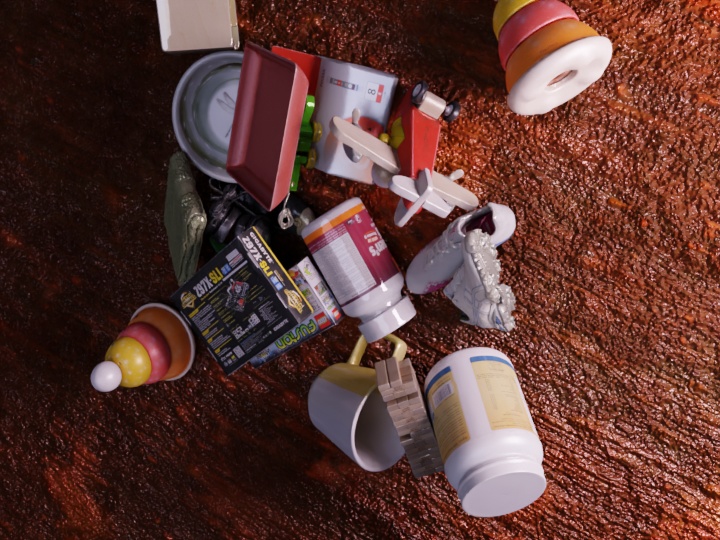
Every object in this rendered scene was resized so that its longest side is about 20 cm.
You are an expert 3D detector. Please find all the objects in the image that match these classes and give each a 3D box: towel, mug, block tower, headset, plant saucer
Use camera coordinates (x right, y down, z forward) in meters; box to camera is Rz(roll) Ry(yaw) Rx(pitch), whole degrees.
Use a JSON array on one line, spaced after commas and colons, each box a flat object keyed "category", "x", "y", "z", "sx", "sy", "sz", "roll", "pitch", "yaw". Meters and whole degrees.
[{"category": "towel", "x": -0.287, "y": -0.079, "z": 1.255, "sx": 0.201, "sy": 0.036, "sz": 0.151, "roll": 113, "pitch": 142, "yaw": -51}, {"category": "mug", "x": 0.005, "y": 0.207, "z": 1.237, "sx": 0.152, "sy": 0.186, "sz": 0.151, "roll": 15, "pitch": 140, "yaw": 47}, {"category": "block tower", "x": 0.077, "y": 0.223, "z": 1.153, "sx": 0.053, "sy": 0.058, "sz": 0.203, "roll": -18, "pitch": 122, "yaw": 7}, {"category": "headset", "x": -0.203, "y": -0.059, "z": 1.232, "sx": 0.121, "sy": 0.095, "sz": 0.202, "roll": 22, "pitch": 144, "yaw": 12}, {"category": "plant saucer", "x": -0.134, "y": -0.211, "z": 1.116, "sx": 0.200, "sy": 0.036, "sz": 0.204, "roll": 39, "pitch": 122, "yaw": 53}, {"category": "plant saucer", "x": -0.196, "y": -0.243, "z": 1.220, "sx": 0.195, "sy": 0.050, "sz": 0.205, "roll": 1, "pitch": 108, "yaw": 4}]

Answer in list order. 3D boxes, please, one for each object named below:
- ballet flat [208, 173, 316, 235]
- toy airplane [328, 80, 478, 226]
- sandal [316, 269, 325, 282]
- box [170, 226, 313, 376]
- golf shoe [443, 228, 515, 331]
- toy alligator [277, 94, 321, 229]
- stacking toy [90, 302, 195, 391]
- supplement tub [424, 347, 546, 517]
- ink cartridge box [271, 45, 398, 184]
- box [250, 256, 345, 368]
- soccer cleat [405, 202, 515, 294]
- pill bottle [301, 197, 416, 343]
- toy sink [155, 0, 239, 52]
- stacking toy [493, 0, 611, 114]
[{"category": "ballet flat", "x": -0.160, "y": -0.105, "z": 1.255, "sx": 0.197, "sy": 0.057, "sz": 0.068, "roll": 25, "pitch": 113, "yaw": 14}, {"category": "toy airplane", "x": 0.064, "y": -0.146, "z": 1.082, "sx": 0.140, "sy": 0.198, "sz": 0.203, "roll": -29, "pitch": 90, "yaw": 50}, {"category": "sandal", "x": -0.156, "y": 0.040, "z": 1.292, "sx": 0.203, "sy": 0.059, "sz": 0.081, "roll": -16, "pitch": 98, "yaw": 26}, {"category": "box", "x": -0.187, "y": 0.052, "z": 1.201, "sx": 0.199, "sy": 0.049, "sz": 0.161, "roll": -36, "pitch": 90, "yaw": 36}, {"category": "golf shoe", "x": 0.158, "y": 0.022, "z": 1.103, "sx": 0.095, "sy": 0.079, "sz": 0.202, "roll": -4, "pitch": 139, "yaw": 23}, {"category": "toy alligator", "x": -0.104, "y": -0.167, "z": 1.158, "sx": 0.054, "sy": 0.058, "sz": 0.204, "roll": 46, "pitch": 128, "yaw": 54}, {"category": "stacking toy", "x": -0.392, "y": 0.152, "z": 1.341, "sx": 0.143, "sy": 0.200, "sz": 0.150, "roll": 6, "pitch": 107, "yaw": 20}, {"category": "supplement tub", "x": 0.178, "y": 0.231, "z": 1.113, "sx": 0.141, "sy": 0.203, "sz": 0.146, "roll": -7, "pitch": 138, "yaw": -6}, {"category": "ink cartridge box", "x": -0.055, "y": -0.234, "z": 1.158, "sx": 0.195, "sy": 0.050, "sz": 0.166, "roll": 13, "pitch": 109, "yaw": 0}, {"category": "box", "x": -0.127, "y": 0.070, "z": 1.227, "sx": 0.198, "sy": 0.035, "sz": 0.111, "roll": -31, "pitch": 96, "yaw": 35}, {"category": "soccer cleat", "x": 0.133, "y": -0.037, "z": 1.131, "sx": 0.198, "sy": 0.086, "sz": 0.071, "roll": -36, "pitch": 63, "yaw": 23}, {"category": "pill bottle", "x": 0.000, "y": 0.000, "z": 1.188, "sx": 0.108, "sy": 0.109, "sz": 0.203, "roll": -29, "pitch": 92, "yaw": 26}, {"category": "toy sink", "x": -0.243, "y": -0.398, "z": 1.166, "sx": 0.109, "sy": 0.200, "sz": 0.134, "roll": -6, "pitch": 103, "yaw": -7}, {"category": "stacking toy", "x": 0.224, "y": -0.323, "z": 1.011, "sx": 0.145, "sy": 0.145, "sz": 0.204, "roll": -30, "pitch": 75, "yaw": 26}]
